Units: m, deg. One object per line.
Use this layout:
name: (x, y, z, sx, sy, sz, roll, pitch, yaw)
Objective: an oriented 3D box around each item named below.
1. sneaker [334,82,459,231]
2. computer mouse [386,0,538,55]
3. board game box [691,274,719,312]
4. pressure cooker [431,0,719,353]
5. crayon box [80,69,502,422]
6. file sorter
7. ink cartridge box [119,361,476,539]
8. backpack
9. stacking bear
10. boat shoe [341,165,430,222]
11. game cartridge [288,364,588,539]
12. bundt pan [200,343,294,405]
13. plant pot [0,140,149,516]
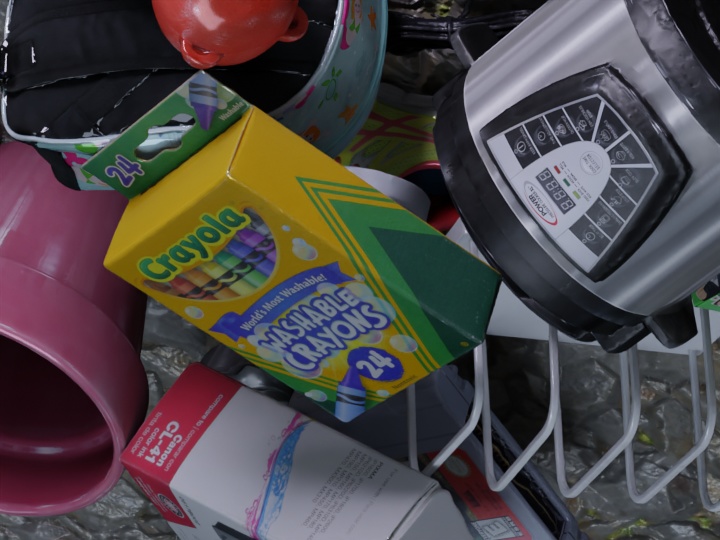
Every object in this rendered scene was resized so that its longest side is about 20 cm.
sneaker: (0.007, -0.060, 1.645, 0.200, 0.090, 0.078, 3, 138, 20)
computer mouse: (0.053, -0.185, 1.521, 0.110, 0.044, 0.200, 9, 139, 14)
board game box: (0.301, -0.001, 1.573, 0.200, 0.029, 0.135, 12, 150, -37)
pressure cooker: (0.139, -0.062, 1.497, 0.179, 0.176, 0.200, 31, 126, -33)
crayon box: (-0.043, -0.008, 1.474, 0.200, 0.052, 0.126, 34, 141, -19)
file sorter: (0.134, 0.059, 1.635, 0.200, 0.125, 0.139, 6, 155, -15)
ink cartridge box: (-0.028, 0.155, 1.691, 0.200, 0.086, 0.148, 26, 158, 37)
backpack: (-0.084, -0.130, 1.539, 0.200, 0.178, 0.151, -7, 157, 23)
stacking bear: (-0.098, -0.196, 1.434, 0.200, 0.121, 0.114, 61, 142, 16)
boat shoe: (-0.003, 0.000, 1.572, 0.073, 0.068, 0.199, 8, 162, -1)
game cartridge: (0.046, 0.137, 1.775, 0.133, 0.041, 0.200, -11, 131, 37)
bundt pan: (-0.022, 0.101, 1.845, 0.202, 0.076, 0.202, 11, 138, 10)
plant pot: (-0.215, 0.025, 1.759, 0.200, 0.179, 0.200, 11, 139, 9)
